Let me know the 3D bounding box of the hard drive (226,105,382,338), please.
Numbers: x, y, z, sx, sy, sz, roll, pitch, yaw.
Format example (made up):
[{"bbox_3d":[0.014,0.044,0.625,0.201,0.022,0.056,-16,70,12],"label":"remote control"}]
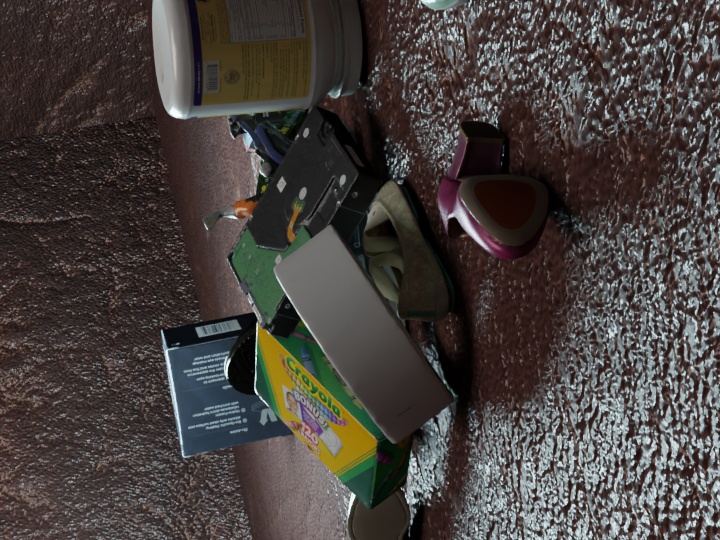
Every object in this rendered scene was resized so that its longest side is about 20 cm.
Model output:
[{"bbox_3d":[-0.060,-0.050,1.511,0.201,0.037,0.140,-58,36,20],"label":"hard drive"}]

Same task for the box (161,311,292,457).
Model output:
[{"bbox_3d":[-0.231,0.193,2.528,0.117,0.194,0.203,-132,33,-70],"label":"box"}]

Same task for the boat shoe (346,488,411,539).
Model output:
[{"bbox_3d":[0.022,0.276,1.638,0.201,0.072,0.063,77,-178,-47],"label":"boat shoe"}]

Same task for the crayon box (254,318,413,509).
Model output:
[{"bbox_3d":[-0.029,0.138,1.541,0.200,0.058,0.120,42,146,29],"label":"crayon box"}]

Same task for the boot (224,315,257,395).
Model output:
[{"bbox_3d":[-0.088,0.048,1.757,0.080,0.211,0.158,50,176,-23],"label":"boot"}]

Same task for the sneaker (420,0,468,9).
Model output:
[{"bbox_3d":[0.032,-0.240,1.053,0.201,0.117,0.075,120,137,-75],"label":"sneaker"}]

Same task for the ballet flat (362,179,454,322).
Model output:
[{"bbox_3d":[0.032,-0.023,1.374,0.201,0.061,0.068,-115,21,-54],"label":"ballet flat"}]

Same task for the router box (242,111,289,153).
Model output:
[{"bbox_3d":[-0.138,-0.275,2.006,0.150,0.061,0.203,137,122,-75],"label":"router box"}]

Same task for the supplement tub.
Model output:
[{"bbox_3d":[-0.108,-0.236,1.517,0.145,0.197,0.148,174,90,-74],"label":"supplement tub"}]

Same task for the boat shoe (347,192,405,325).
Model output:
[{"bbox_3d":[0.000,0.000,1.539,0.072,0.067,0.203,174,86,-79],"label":"boat shoe"}]

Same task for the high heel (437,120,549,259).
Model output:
[{"bbox_3d":[0.093,-0.029,1.053,0.201,0.066,0.097,-90,6,-64],"label":"high heel"}]

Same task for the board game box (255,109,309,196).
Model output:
[{"bbox_3d":[-0.096,-0.129,1.777,0.200,0.023,0.106,-67,-14,-69],"label":"board game box"}]

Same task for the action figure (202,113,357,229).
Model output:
[{"bbox_3d":[-0.084,-0.102,1.621,0.200,0.193,0.105,47,-163,-8],"label":"action figure"}]

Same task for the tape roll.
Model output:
[{"bbox_3d":[0.004,0.059,1.356,0.204,0.070,0.202,55,180,0],"label":"tape roll"}]
